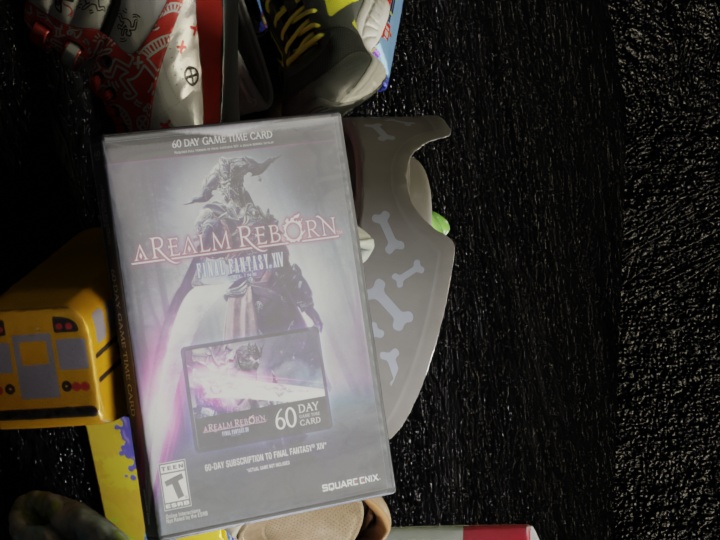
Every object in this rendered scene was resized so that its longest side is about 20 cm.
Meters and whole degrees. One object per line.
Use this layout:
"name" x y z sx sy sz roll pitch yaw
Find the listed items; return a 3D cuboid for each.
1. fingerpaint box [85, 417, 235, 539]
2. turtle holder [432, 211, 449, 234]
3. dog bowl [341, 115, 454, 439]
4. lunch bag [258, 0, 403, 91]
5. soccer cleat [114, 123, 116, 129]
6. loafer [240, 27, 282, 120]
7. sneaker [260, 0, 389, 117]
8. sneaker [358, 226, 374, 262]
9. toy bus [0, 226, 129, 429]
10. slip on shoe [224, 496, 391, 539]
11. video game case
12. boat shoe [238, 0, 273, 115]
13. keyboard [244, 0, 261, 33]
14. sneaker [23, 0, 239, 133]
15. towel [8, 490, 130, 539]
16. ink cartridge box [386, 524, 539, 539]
"fingerpaint box" -0.093 0.131 1.389 0.167 0.073 0.201 -68 152 -64
"turtle holder" -0.016 -0.001 1.615 0.186 0.140 0.133 70 22 -56
"dog bowl" 0.000 0.000 1.415 0.200 0.058 0.202 -170 -90 -77
"lunch bag" -0.044 -0.245 1.707 0.200 0.093 0.151 60 31 -45
"soccer cleat" -0.082 -0.059 1.356 0.201 0.073 0.068 62 16 12
"loafer" -0.069 -0.096 1.550 0.201 0.072 0.072 -92 -175 -54
"sneaker" -0.035 -0.150 1.503 0.085 0.074 0.200 48 19 -20
"sneaker" -0.051 0.046 1.245 0.074 0.088 0.201 95 16 -66
"toy bus" -0.137 0.029 1.239 0.200 0.065 0.079 -53 136 -70
"slip on shoe" -0.027 0.132 1.326 0.076 0.060 0.200 -54 167 -4
"video game case" -0.058 0.025 1.197 0.142 0.019 0.202 -8 90 -33
"boat shoe" -0.097 -0.180 1.461 0.072 0.068 0.201 -73 156 -58
"keyboard" -0.097 -0.234 1.527 0.127 0.020 0.201 -114 -174 -47
"sneaker" -0.121 -0.101 1.256 0.067 0.107 0.203 -48 140 -79
"towel" -0.075 0.199 1.178 0.048 0.200 0.171 -46 136 -13
"ink cartridge box" 0.027 0.261 1.609 0.145 0.198 0.146 62 28 -67
